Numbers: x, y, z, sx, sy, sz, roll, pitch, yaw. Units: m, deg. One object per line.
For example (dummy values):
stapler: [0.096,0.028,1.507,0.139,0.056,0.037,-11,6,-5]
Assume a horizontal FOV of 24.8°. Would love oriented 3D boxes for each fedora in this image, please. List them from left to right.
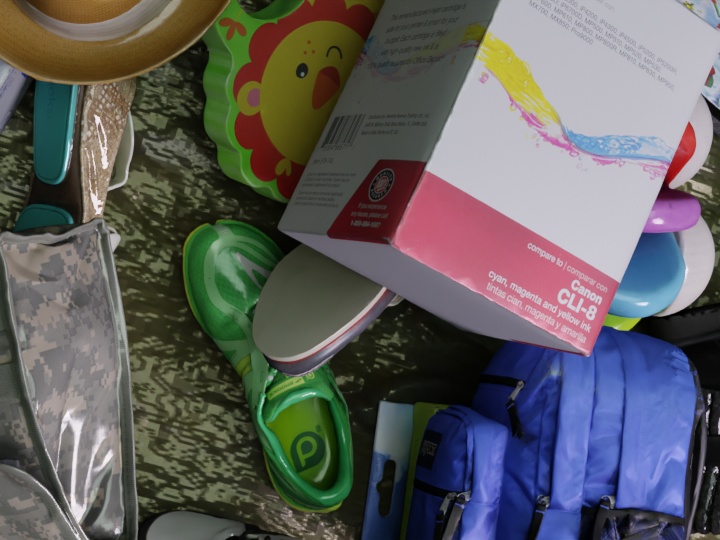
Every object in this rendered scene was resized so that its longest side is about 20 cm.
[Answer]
fedora: [-0.153,-0.206,0.905,0.200,0.082,0.202,0,87,0]

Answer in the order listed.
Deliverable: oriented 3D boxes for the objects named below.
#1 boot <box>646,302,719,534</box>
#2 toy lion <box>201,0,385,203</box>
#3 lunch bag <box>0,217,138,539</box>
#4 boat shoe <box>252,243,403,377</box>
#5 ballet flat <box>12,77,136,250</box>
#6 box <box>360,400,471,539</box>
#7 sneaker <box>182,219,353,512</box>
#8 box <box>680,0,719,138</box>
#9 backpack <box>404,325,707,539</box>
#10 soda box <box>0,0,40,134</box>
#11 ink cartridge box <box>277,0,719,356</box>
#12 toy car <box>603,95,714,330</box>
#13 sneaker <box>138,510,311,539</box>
boot: [0.304,0.092,1.119,0.210,0.079,0.159,-11,89,18]
toy lion: [-0.037,-0.146,1.019,0.200,0.069,0.192,41,78,-42]
lunch bag: [-0.218,0.084,0.926,0.117,0.163,0.201,-16,96,-61]
boat shoe: [0.000,0.000,1.024,0.071,0.063,0.200,18,49,21]
ballet flat: [-0.171,-0.042,1.001,0.065,0.070,0.201,4,102,-47]
box: [0.104,0.158,1.099,0.199,0.048,0.123,9,86,-18]
sneaker: [-0.047,0.058,1.031,0.074,0.084,0.201,-26,97,-16]
box: [0.227,-0.208,1.144,0.200,0.040,0.137,38,78,-14]
backpack: [0.120,0.129,0.994,0.167,0.162,0.201,13,86,-14]
soda box: [-0.203,-0.177,0.977,0.068,0.063,0.201,29,87,0]
ink cartridge box: [0.078,-0.078,0.917,0.144,0.145,0.201,28,82,-25]
toy car: [0.160,-0.052,1.064,0.174,0.150,0.201,0,90,-18]
sneaker: [-0.046,0.184,0.997,0.199,0.080,0.074,18,50,15]
